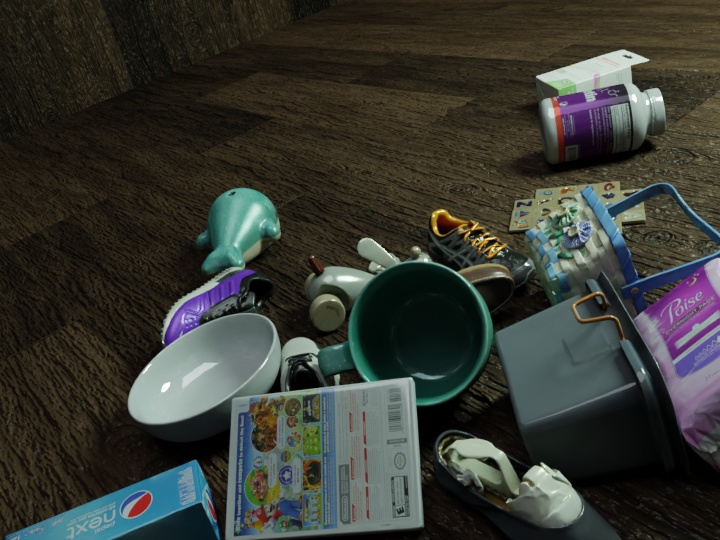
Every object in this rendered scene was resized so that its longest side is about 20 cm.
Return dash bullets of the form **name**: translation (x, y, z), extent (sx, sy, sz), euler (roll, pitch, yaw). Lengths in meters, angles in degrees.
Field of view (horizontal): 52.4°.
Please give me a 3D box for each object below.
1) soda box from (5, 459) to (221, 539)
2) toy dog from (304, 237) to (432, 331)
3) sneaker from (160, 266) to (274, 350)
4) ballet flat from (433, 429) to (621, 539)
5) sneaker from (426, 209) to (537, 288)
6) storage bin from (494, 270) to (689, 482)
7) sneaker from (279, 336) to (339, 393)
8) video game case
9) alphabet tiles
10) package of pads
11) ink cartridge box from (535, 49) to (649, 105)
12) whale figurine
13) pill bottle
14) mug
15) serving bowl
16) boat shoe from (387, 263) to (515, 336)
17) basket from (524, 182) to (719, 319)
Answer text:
- **soda box**: translation (-0.241, 0.266, 0.717), extent (0.196, 0.069, 0.064), euler (-20, 30, -8)
- **toy dog**: translation (0.000, 0.000, 1.030), extent (0.198, 0.098, 0.131), euler (-30, 33, -25)
- **sneaker**: translation (-0.195, 0.060, 1.050), extent (0.098, 0.071, 0.200), euler (8, 37, 32)
- **ballet flat**: translation (0.139, 0.197, 0.654), extent (0.073, 0.074, 0.198), euler (-33, 34, -30)
- **sneaker**: translation (0.160, -0.028, 1.023), extent (0.078, 0.079, 0.198), euler (-31, 34, -30)
- **storage bin**: translation (0.211, 0.106, 0.719), extent (0.132, 0.147, 0.201), euler (-21, 28, 10)
- **sneaker**: translation (-0.061, 0.126, 0.863), extent (0.072, 0.081, 0.201), euler (-20, 28, -5)
- **video game case**: translation (-0.038, 0.189, 0.730), extent (0.196, 0.018, 0.146), euler (-8, 64, 12)
- **alphabet tiles**: translation (0.331, -0.092, 1.123), extent (0.196, 0.006, 0.167), euler (-4, 31, 20)
- **package of pads**: translation (0.342, 0.081, 0.691), extent (0.120, 0.076, 0.201), euler (-42, 14, 23)
- **ink cartridge box**: translation (0.471, -0.379, 1.486), extent (0.196, 0.068, 0.118), euler (-18, 29, -2)
- **whale figurine**: translation (-0.214, -0.068, 1.242), extent (0.156, 0.105, 0.201), euler (-6, 30, 15)
- **pill bottle**: translation (0.410, -0.254, 1.253), extent (0.196, 0.114, 0.113), euler (-9, 29, 11)
- **mug**: translation (0.058, 0.067, 0.819), extent (0.182, 0.155, 0.114), euler (16, -1, 17)
- **serving bowl**: translation (-0.180, 0.139, 0.898), extent (0.197, 0.067, 0.201), euler (-20, 28, 11)
- **boat shoe**: translation (0.105, 0.056, 0.914), extent (0.197, 0.071, 0.071), euler (-24, 22, 2)
- **basket**: translation (0.310, -0.024, 0.877), extent (0.197, 0.141, 0.177), euler (-21, 28, 8)
